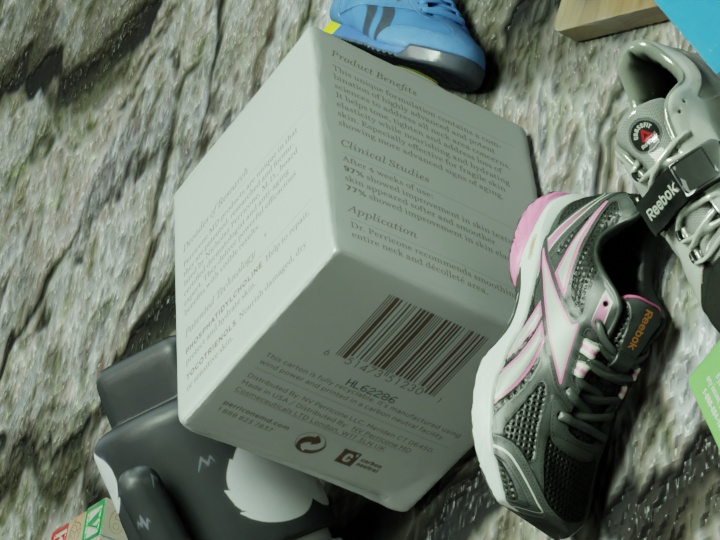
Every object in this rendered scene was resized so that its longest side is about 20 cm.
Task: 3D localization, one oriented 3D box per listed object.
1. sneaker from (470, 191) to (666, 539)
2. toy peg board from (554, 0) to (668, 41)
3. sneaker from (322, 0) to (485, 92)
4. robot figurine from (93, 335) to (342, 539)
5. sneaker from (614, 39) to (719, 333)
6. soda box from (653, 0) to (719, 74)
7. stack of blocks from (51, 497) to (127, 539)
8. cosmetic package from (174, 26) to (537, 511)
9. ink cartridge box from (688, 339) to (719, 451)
[{"bbox_3d":[0.119,0.042,1.401,0.086,0.080,0.201,-15,61,46],"label":"sneaker"},{"bbox_3d":[0.168,-0.256,1.523,0.199,0.098,0.201,-6,63,61],"label":"toy peg board"},{"bbox_3d":[0.036,-0.172,1.745,0.079,0.066,0.200,-62,26,2],"label":"sneaker"},{"bbox_3d":[-0.085,0.137,1.592,0.201,0.150,0.125,66,156,6],"label":"robot figurine"},{"bbox_3d":[0.171,-0.043,1.357,0.074,0.088,0.200,-48,33,31],"label":"sneaker"},{"bbox_3d":[0.240,-0.194,1.344,0.068,0.064,0.200,52,123,19],"label":"soda box"},{"bbox_3d":[-0.181,0.264,1.808,0.115,0.058,0.201,-33,41,49],"label":"stack of blocks"},{"bbox_3d":[0.000,0.000,1.554,0.166,0.167,0.200,-49,30,33],"label":"cosmetic package"},{"bbox_3d":[0.250,0.032,1.143,0.200,0.084,0.146,-55,28,24],"label":"ink cartridge box"}]
